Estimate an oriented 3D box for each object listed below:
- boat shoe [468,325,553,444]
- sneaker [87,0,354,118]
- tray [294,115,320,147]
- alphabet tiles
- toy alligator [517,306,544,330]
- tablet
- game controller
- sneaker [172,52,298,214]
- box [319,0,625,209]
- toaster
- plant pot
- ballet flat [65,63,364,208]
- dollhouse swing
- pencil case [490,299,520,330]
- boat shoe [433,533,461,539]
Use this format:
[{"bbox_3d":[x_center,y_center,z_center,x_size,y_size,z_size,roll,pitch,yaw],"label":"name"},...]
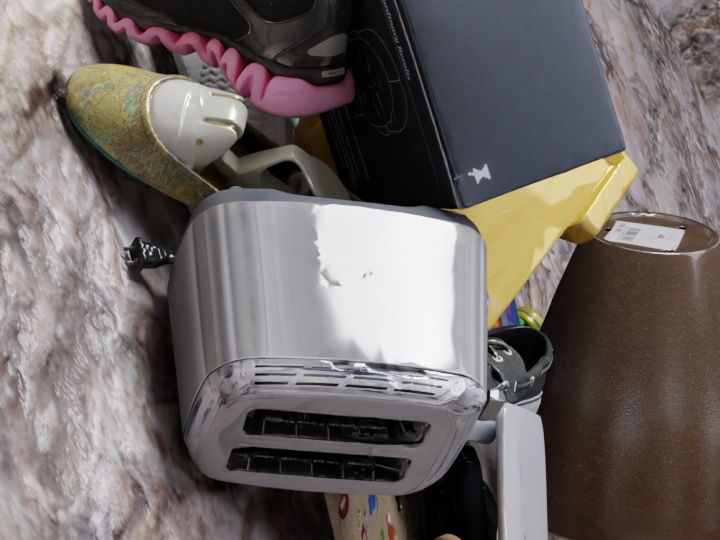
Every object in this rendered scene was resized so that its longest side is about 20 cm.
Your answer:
[{"bbox_3d":[0.074,0.066,1.528,0.068,0.057,0.200,24,9,15],"label":"boat shoe"},{"bbox_3d":[-0.077,-0.162,1.357,0.079,0.200,0.096,-25,133,-44],"label":"sneaker"},{"bbox_3d":[-0.049,-0.138,1.639,0.200,0.037,0.099,53,21,-37],"label":"tray"},{"bbox_3d":[0.007,0.129,1.406,0.200,0.008,0.168,-67,147,-67],"label":"alphabet tiles"},{"bbox_3d":[0.076,0.018,1.783,0.200,0.059,0.054,54,-26,-12],"label":"toy alligator"},{"bbox_3d":[0.102,0.186,1.489,0.130,0.014,0.201,28,61,-74],"label":"tablet"},{"bbox_3d":[0.068,0.199,1.521,0.105,0.042,0.201,70,13,-46],"label":"game controller"},{"bbox_3d":[-0.059,-0.077,1.460,0.118,0.073,0.201,48,25,-53],"label":"sneaker"},{"bbox_3d":[0.047,-0.121,1.375,0.200,0.107,0.149,-170,-119,-72],"label":"box"},{"bbox_3d":[-0.023,0.038,1.271,0.199,0.114,0.130,7,51,-16],"label":"toaster"},{"bbox_3d":[0.195,0.067,1.697,0.187,0.186,0.201,-63,157,-69],"label":"plant pot"},{"bbox_3d":[-0.067,-0.059,1.322,0.200,0.071,0.071,37,27,-21],"label":"ballet flat"},{"bbox_3d":[0.043,-0.078,1.570,0.200,0.176,0.182,45,-7,-19],"label":"dollhouse swing"},{"bbox_3d":[0.068,0.000,1.684,0.078,0.086,0.201,129,-48,-65],"label":"pencil case"},{"bbox_3d":[0.060,0.249,1.376,0.070,0.070,0.201,-12,68,-27],"label":"boat shoe"}]
